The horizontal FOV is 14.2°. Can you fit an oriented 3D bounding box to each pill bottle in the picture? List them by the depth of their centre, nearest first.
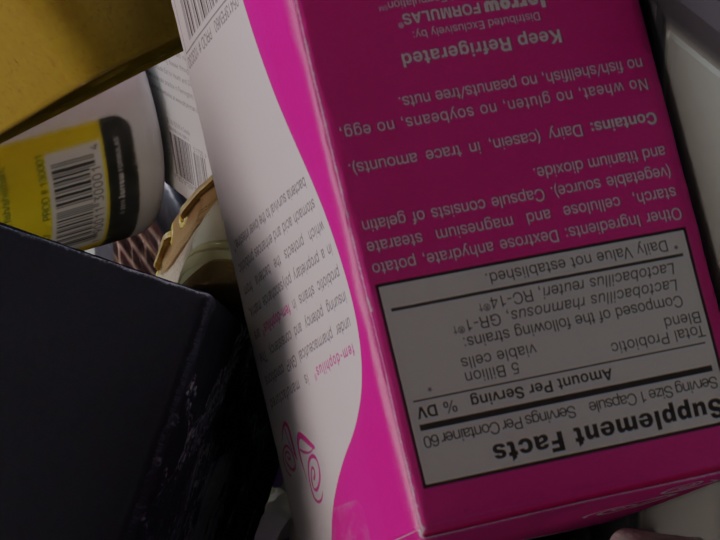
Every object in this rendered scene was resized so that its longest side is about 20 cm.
[{"bbox_3d":[-0.186,-0.043,1.104,0.114,0.199,0.115,164,90,-71],"label":"pill bottle"}]

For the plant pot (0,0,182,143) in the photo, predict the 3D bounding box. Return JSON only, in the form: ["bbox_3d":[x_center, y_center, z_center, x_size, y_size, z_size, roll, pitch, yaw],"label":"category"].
[{"bbox_3d":[-0.104,-0.145,0.918,0.200,0.200,0.177,-22,98,55],"label":"plant pot"}]

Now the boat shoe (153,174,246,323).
[{"bbox_3d":[-0.039,0.007,1.031,0.200,0.074,0.067,136,151,-71],"label":"boat shoe"}]

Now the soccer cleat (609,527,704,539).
[{"bbox_3d":[0.060,0.127,0.825,0.200,0.070,0.087,134,139,-64],"label":"soccer cleat"}]

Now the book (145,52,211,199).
[{"bbox_3d":[-0.075,-0.131,1.089,0.134,0.048,0.201,-144,45,-62],"label":"book"}]

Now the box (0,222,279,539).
[{"bbox_3d":[-0.110,0.095,0.852,0.200,0.117,0.197,51,-123,-79],"label":"box"}]

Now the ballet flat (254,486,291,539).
[{"bbox_3d":[-0.063,0.085,1.028,0.200,0.069,0.070,38,145,18],"label":"ballet flat"}]

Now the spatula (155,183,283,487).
[{"bbox_3d":[-0.068,0.008,1.169,0.057,0.020,0.200,-62,37,39],"label":"spatula"}]

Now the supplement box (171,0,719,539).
[{"bbox_3d":[0.021,-0.025,0.783,0.101,0.103,0.201,145,114,-68],"label":"supplement box"}]

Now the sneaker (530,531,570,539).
[{"bbox_3d":[0.000,0.000,0.894,0.115,0.075,0.201,164,93,-69],"label":"sneaker"}]

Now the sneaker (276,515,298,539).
[{"bbox_3d":[-0.012,0.131,0.905,0.080,0.089,0.200,40,170,15],"label":"sneaker"}]
